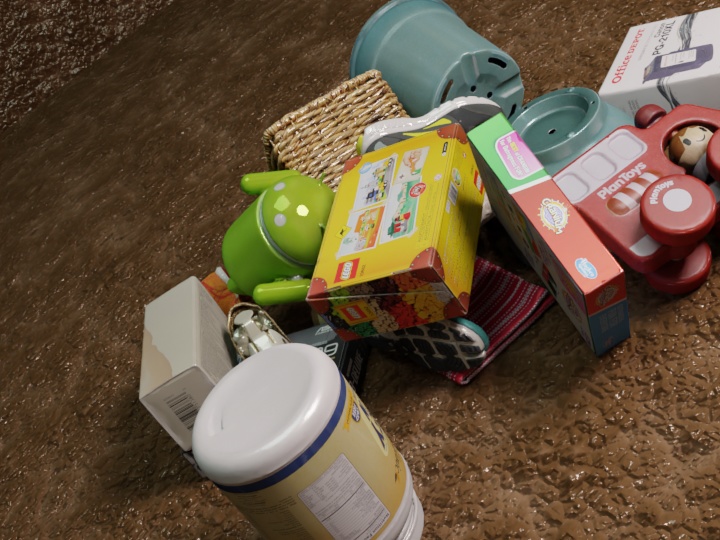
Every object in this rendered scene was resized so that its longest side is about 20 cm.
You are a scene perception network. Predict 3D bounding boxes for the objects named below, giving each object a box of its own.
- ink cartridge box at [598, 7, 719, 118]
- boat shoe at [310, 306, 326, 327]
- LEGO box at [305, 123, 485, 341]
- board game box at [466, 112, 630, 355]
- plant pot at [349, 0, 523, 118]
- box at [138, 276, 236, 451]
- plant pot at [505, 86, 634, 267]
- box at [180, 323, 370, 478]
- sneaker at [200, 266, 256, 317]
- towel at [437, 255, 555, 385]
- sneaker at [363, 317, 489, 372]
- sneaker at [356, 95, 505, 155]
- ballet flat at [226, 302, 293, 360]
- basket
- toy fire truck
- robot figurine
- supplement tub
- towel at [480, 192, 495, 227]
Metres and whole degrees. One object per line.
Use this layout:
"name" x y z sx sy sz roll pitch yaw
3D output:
"ink cartridge box" 0.397 -0.230 1.114 0.199 0.085 0.145 -4 42 40
"boat shoe" 0.000 0.000 1.195 0.062 0.074 0.201 -4 46 28
"LEGO box" 0.042 -0.040 0.994 0.148 0.077 0.201 -14 44 32
"board game box" 0.179 -0.032 0.908 0.040 0.153 0.201 -32 61 1
"plant pot" 0.116 -0.263 1.343 0.200 0.201 0.196 -38 39 -7
"box" -0.198 0.103 1.117 0.077 0.095 0.200 -31 28 6
"plant pot" 0.232 -0.116 1.066 0.199 0.135 0.201 -24 33 17
"box" -0.093 0.143 1.097 0.199 0.050 0.158 -18 33 26
"sneaker" -0.179 0.055 1.293 0.077 0.073 0.200 -43 21 -9
"towel" 0.107 0.041 1.077 0.144 0.023 0.200 -42 32 -10
"sneaker" 0.066 0.048 1.026 0.080 0.078 0.199 -40 32 -22
"sneaker" 0.097 -0.154 1.208 0.198 0.075 0.085 -18 60 -10
"ballet flat" -0.108 0.089 1.073 0.070 0.066 0.200 -38 30 -12
"basket" -0.026 -0.149 1.295 0.199 0.149 0.143 -35 -5 -21
"toy fire truck" 0.301 -0.090 0.931 0.199 0.112 0.168 -38 56 -7
"robot figurine" -0.092 -0.038 1.164 0.200 0.115 0.177 -38 51 46
"supplement tub" -0.041 0.179 0.850 0.143 0.201 0.145 -24 32 16
"towel" 0.096 -0.047 1.119 0.132 0.035 0.200 -41 5 -2
